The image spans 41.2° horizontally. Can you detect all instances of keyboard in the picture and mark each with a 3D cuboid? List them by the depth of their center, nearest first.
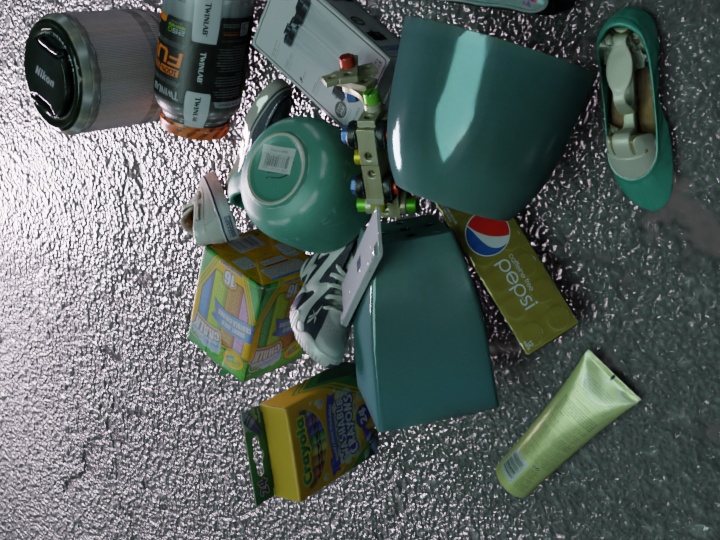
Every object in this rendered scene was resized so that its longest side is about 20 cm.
[{"bbox_3d":[0.000,0.000,1.048,0.200,0.010,0.057,116,159,-63],"label":"keyboard"}]

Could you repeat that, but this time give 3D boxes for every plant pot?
[{"bbox_3d":[0.114,-0.144,0.955,0.199,0.199,0.163,24,103,33],"label":"plant pot"},{"bbox_3d":[0.061,0.049,1.083,0.141,0.139,0.203,-124,24,-71],"label":"plant pot"}]

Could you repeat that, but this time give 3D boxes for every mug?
[{"bbox_3d":[-0.081,-0.098,1.158,0.184,0.114,0.153,-37,62,19],"label":"mug"}]

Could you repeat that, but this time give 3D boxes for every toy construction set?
[{"bbox_3d":[0.022,-0.143,1.070,0.091,0.132,0.202,-10,121,27],"label":"toy construction set"}]

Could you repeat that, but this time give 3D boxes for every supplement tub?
[{"bbox_3d":[-0.209,-0.284,1.269,0.122,0.122,0.203,29,121,30],"label":"supplement tub"}]

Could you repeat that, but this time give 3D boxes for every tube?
[{"bbox_3d":[0.230,0.182,1.093,0.201,0.057,0.052,-57,25,33],"label":"tube"}]

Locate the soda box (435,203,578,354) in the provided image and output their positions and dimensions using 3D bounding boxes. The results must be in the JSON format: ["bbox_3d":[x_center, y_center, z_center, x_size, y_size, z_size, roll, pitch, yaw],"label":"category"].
[{"bbox_3d":[0.161,-0.009,1.059,0.067,0.064,0.202,-32,81,7],"label":"soda box"}]

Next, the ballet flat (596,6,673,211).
[{"bbox_3d":[0.261,-0.153,0.937,0.067,0.070,0.203,0,104,40],"label":"ballet flat"}]

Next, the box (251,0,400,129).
[{"bbox_3d":[-0.035,-0.269,1.164,0.200,0.060,0.117,44,128,22],"label":"box"}]

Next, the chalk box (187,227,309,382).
[{"bbox_3d":[-0.151,0.065,1.331,0.123,0.124,0.202,32,124,29],"label":"chalk box"}]

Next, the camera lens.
[{"bbox_3d":[-0.353,-0.280,1.338,0.159,0.199,0.163,16,114,40],"label":"camera lens"}]

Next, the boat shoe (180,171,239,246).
[{"bbox_3d":[-0.215,-0.080,1.313,0.200,0.069,0.072,-125,17,-63],"label":"boat shoe"}]

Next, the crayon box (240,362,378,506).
[{"bbox_3d":[-0.060,0.212,1.246,0.051,0.199,0.128,2,106,40],"label":"crayon box"}]

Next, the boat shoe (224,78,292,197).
[{"bbox_3d":[-0.111,-0.150,1.270,0.093,0.074,0.201,41,135,16],"label":"boat shoe"}]

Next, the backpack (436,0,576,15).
[{"bbox_3d":[0.134,-0.362,0.937,0.176,0.150,0.203,20,112,36],"label":"backpack"}]

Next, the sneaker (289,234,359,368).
[{"bbox_3d":[-0.016,0.018,1.181,0.079,0.200,0.130,36,119,-17],"label":"sneaker"}]
